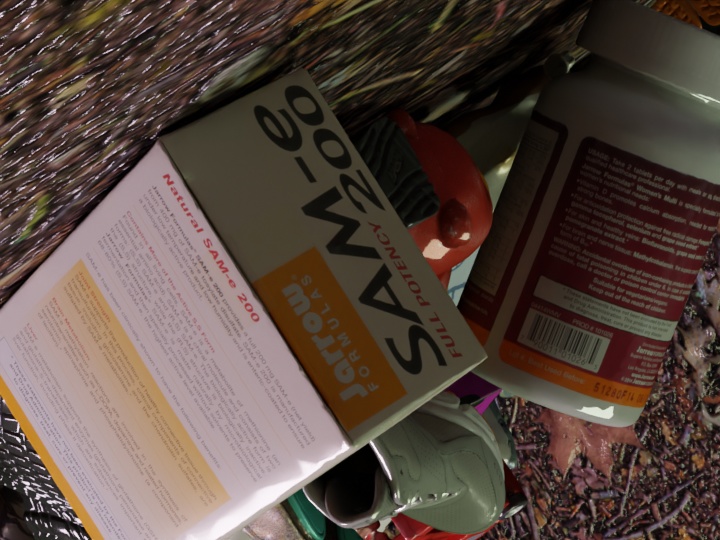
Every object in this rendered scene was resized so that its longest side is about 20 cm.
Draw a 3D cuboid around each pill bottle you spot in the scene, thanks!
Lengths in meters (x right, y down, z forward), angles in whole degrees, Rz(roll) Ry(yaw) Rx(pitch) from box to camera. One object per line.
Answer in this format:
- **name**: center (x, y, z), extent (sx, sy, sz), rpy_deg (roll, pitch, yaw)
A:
- **pill bottle**: center (0.126, -0.032, 1.254), extent (0.110, 0.109, 0.201), rpy_deg (-16, 128, -78)

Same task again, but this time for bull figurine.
- **bull figurine**: center (0.058, -0.042, 1.357), extent (0.200, 0.065, 0.121), rpy_deg (-47, -177, -6)

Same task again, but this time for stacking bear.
- **stacking bear**: center (0.000, 0.000, 1.230), extent (0.113, 0.122, 0.200), rpy_deg (-12, 155, -33)

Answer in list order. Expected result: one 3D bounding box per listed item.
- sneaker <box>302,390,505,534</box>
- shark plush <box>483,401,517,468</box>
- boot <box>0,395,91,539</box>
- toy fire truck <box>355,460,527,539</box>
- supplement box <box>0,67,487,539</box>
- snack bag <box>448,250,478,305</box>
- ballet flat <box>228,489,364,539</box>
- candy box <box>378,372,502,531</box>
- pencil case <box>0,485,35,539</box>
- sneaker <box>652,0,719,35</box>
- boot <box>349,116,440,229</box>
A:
- **sneaker**: center (0.007, 0.096, 1.192), extent (0.075, 0.092, 0.200), rpy_deg (-28, 138, 23)
- **shark plush**: center (0.047, 0.068, 1.669), extent (0.091, 0.083, 0.200), rpy_deg (-67, -158, 15)
- **boot**: center (-0.118, 0.051, 1.142), extent (0.131, 0.067, 0.200), rpy_deg (-63, 159, -23)
- **toy fire truck**: center (0.003, 0.150, 1.351), extent (0.141, 0.049, 0.200), rpy_deg (-38, 165, 16)
- **supplement box**: center (-0.055, 0.029, 0.928), extent (0.073, 0.126, 0.200), rpy_deg (-30, 176, -36)
- **snack bag**: center (-0.001, 0.017, 1.462), extent (0.199, 0.021, 0.189), rpy_deg (-32, 147, -16)
- **ballet flat**: center (-0.038, 0.135, 1.218), extent (0.067, 0.200, 0.068), rpy_deg (-28, -154, 12)
- **candy box**: center (-0.019, 0.114, 1.406), extent (0.136, 0.061, 0.200), rpy_deg (-25, 161, -34)
- **pencil case**: center (-0.165, 0.102, 1.298), extent (0.077, 0.090, 0.200), rpy_deg (11, 150, -29)
- **sneaker**: center (0.239, -0.164, 1.356), extent (0.092, 0.076, 0.200), rpy_deg (-39, -178, -33)
- **boot**: center (-0.050, -0.002, 1.066), extent (0.131, 0.070, 0.200), rpy_deg (-30, 174, 21)
